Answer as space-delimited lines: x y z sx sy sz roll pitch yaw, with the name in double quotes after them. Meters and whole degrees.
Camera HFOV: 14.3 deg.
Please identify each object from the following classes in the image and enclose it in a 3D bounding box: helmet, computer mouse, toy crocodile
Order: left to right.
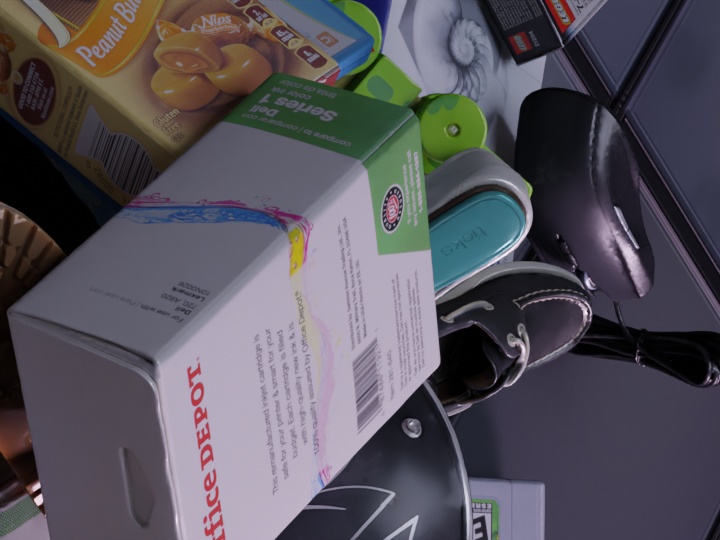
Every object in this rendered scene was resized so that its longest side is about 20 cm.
-0.022 0.129 1.409 0.191 0.199 0.201 26 67 -62 "helmet"
0.011 -0.090 1.524 0.200 0.068 0.062 40 90 -12 "toy crocodile"
0.152 -0.007 1.631 0.046 0.140 0.201 -50 142 -38 "computer mouse"

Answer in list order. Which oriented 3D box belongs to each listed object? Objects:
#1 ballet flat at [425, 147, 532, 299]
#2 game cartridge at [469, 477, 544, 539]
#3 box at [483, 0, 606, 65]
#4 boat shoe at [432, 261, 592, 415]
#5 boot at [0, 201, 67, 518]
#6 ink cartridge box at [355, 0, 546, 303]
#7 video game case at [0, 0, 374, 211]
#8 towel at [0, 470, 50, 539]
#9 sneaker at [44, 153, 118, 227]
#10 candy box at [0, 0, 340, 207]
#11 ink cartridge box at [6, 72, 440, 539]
0.000 0.000 1.497 0.070 0.199 0.070 55 13 -19 "ballet flat"
0.035 0.180 1.597 0.199 0.040 0.134 6 85 -48 "game cartridge"
0.077 -0.229 1.648 0.201 0.035 0.110 61 35 -14 "box"
0.055 0.044 1.573 0.199 0.060 0.074 -8 119 -35 "boat shoe"
-0.161 0.024 1.275 0.075 0.107 0.201 -29 139 -10 "boot"
0.022 -0.085 1.602 0.200 0.040 0.201 26 68 -44 "ink cartridge box"
-0.104 -0.115 1.410 0.143 0.018 0.200 39 43 16 "video game case"
-0.145 0.190 1.361 0.149 0.030 0.201 -31 113 -72 "towel"
-0.060 -0.025 1.433 0.199 0.080 0.131 7 41 -39 "sneaker"
-0.123 -0.114 1.343 0.200 0.055 0.115 39 45 13 "candy box"
-0.054 0.030 1.250 0.200 0.084 0.145 -44 141 -40 "ink cartridge box"
